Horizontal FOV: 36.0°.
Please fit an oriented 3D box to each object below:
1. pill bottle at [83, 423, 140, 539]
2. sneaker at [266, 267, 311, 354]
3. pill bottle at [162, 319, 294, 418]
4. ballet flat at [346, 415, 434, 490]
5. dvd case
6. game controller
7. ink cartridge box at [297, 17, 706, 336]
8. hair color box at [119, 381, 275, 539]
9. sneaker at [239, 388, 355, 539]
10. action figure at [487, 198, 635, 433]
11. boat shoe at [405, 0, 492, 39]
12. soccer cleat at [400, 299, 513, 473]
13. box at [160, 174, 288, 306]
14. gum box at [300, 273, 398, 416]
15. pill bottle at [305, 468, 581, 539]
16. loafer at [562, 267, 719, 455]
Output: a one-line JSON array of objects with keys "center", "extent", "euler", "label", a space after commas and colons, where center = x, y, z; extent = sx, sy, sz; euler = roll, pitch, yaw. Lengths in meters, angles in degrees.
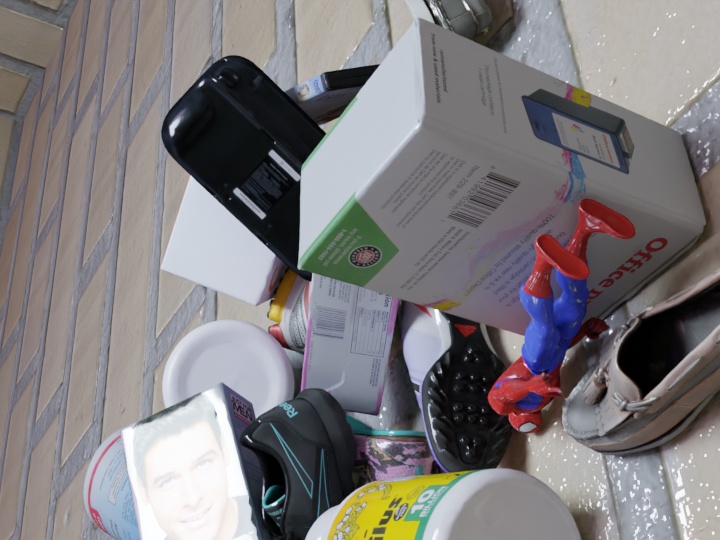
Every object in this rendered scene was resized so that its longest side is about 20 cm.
[{"center": [-0.151, 0.214, 0.978], "extent": [0.199, 0.108, 0.109], "euler": [16, 90, 44], "label": "pill bottle"}, {"center": [-0.010, -0.014, 1.002], "extent": [0.082, 0.078, 0.201], "euler": [18, 89, 40], "label": "sneaker"}, {"center": [-0.123, 0.112, 1.040], "extent": [0.200, 0.115, 0.116], "euler": [125, 156, -80], "label": "pill bottle"}, {"center": [-0.008, 0.153, 0.897], "extent": [0.200, 0.069, 0.072], "euler": [2, 83, 60], "label": "ballet flat"}, {"center": [-0.034, -0.154, 1.013], "extent": [0.200, 0.142, 0.018], "euler": [-14, 92, 52], "label": "dvd case"}, {"center": [-0.070, -0.082, 0.930], "extent": [0.104, 0.200, 0.042], "euler": [-44, 12, 11], "label": "game controller"}, {"center": [0.081, -0.043, 0.668], "extent": [0.145, 0.199, 0.088], "euler": [-47, 33, 45], "label": "ink cartridge box"}, {"center": [-0.115, 0.200, 0.856], "extent": [0.099, 0.061, 0.201], "euler": [-26, 58, 10], "label": "hair color box"}, {"center": [-0.034, 0.194, 0.834], "extent": [0.075, 0.079, 0.201], "euler": [-19, 89, 55], "label": "sneaker"}, {"center": [0.114, 0.044, 0.664], "extent": [0.065, 0.052, 0.200], "euler": [-43, -21, -29], "label": "action figure"}, {"center": [0.070, -0.238, 0.962], "extent": [0.060, 0.072, 0.202], "euler": [-23, 28, 8], "label": "boat shoe"}, {"center": [0.064, 0.073, 0.803], "extent": [0.073, 0.068, 0.201], "euler": [113, 158, -44], "label": "soccer cleat"}, {"center": [-0.100, -0.049, 1.056], "extent": [0.200, 0.097, 0.125], "euler": [-29, -42, -82], "label": "box"}, {"center": [0.000, 0.000, 0.851], "extent": [0.114, 0.066, 0.201], "euler": [-79, -2, -48], "label": "gum box"}, {"center": [0.041, 0.189, 0.716], "extent": [0.200, 0.112, 0.113], "euler": [-22, 56, 59], "label": "pill bottle"}, {"center": [0.168, 0.042, 0.600], "extent": [0.200, 0.063, 0.072], "euler": [-42, 39, 48], "label": "loafer"}]
